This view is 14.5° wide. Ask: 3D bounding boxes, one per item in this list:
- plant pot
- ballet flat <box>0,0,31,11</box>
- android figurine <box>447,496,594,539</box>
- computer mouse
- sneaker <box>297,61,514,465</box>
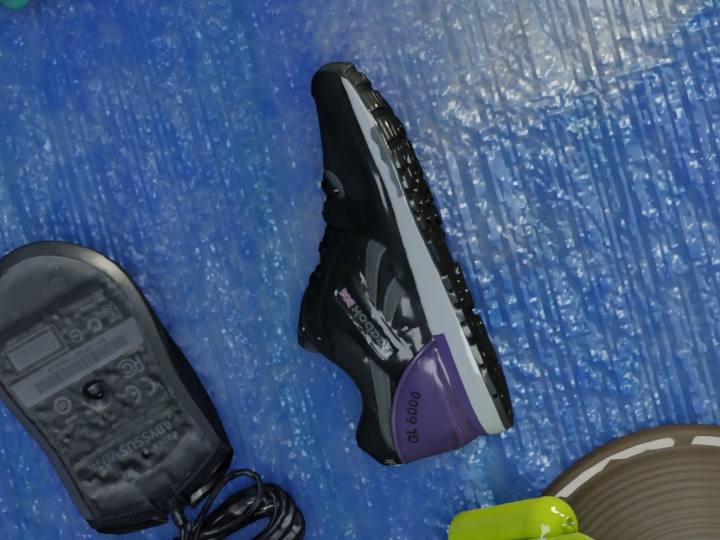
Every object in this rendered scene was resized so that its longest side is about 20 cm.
[{"bbox_3d":[0.165,0.179,1.377,0.200,0.093,0.202,0,92,3],"label":"plant pot"},{"bbox_3d":[-0.106,-0.189,1.388,0.200,0.067,0.071,-29,116,4],"label":"ballet flat"},{"bbox_3d":[0.050,0.182,1.330,0.041,0.200,0.182,49,51,-22],"label":"android figurine"},{"bbox_3d":[-0.126,0.074,1.406,0.138,0.053,0.200,-25,103,4],"label":"computer mouse"},{"bbox_3d":[0.000,0.000,1.385,0.087,0.076,0.201,-21,92,9],"label":"sneaker"}]
